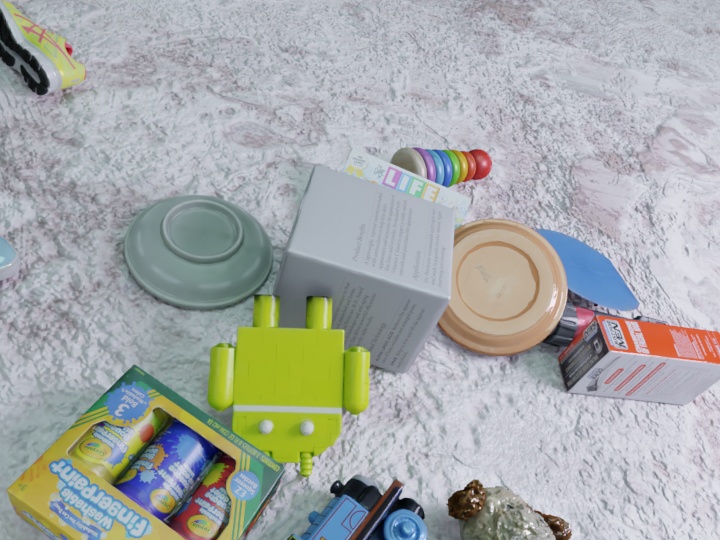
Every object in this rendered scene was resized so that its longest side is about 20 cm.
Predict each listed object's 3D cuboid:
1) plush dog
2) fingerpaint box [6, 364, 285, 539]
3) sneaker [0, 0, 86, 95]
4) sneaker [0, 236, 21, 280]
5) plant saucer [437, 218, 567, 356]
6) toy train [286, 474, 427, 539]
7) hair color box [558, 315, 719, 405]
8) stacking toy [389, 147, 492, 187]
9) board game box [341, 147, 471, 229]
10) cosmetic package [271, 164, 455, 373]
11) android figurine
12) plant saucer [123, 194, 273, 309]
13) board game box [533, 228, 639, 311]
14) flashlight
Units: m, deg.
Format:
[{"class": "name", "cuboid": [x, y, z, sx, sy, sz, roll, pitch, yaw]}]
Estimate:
[{"class": "plush dog", "cuboid": [0.162, 0.310, 0.666, 0.200, 0.160, 0.172, 34, 26, -28]}, {"class": "fingerpaint box", "cuboid": [-0.204, 0.218, 0.630, 0.199, 0.074, 0.167, 32, 49, 8]}, {"class": "sneaker", "cuboid": [-0.506, -0.350, 1.001, 0.090, 0.078, 0.200, -26, 70, -43]}, {"class": "sneaker", "cuboid": [-0.495, -0.058, 0.749, 0.199, 0.082, 0.074, 27, 49, 4]}, {"class": "plant saucer", "cuboid": [0.191, 0.019, 0.899, 0.199, 0.032, 0.202, -1, 71, 4]}, {"class": "toy train", "cuboid": [-0.017, 0.290, 0.632, 0.114, 0.087, 0.200, 33, 49, 17]}, {"class": "hair color box", "cuboid": [0.397, 0.128, 0.894, 0.199, 0.111, 0.064, 8, 49, -14]}, {"class": "stacking toy", "cuboid": [0.148, -0.173, 1.080, 0.199, 0.086, 0.086, -13, 57, -33]}, {"class": "board game box", "cuboid": [0.053, -0.086, 0.966, 0.199, 0.034, 0.135, 23, 72, 0]}, {"class": "cosmetic package", "cuboid": [0.000, 0.000, 0.820, 0.199, 0.165, 0.165, 17, 46, -5]}, {"class": "android figurine", "cuboid": [-0.080, 0.128, 0.714, 0.181, 0.041, 0.201, 3, 82, -1]}, {"class": "plant saucer", "cuboid": [-0.213, -0.041, 0.858, 0.199, 0.050, 0.201, 10, 50, -12]}, {"class": "board game box", "cuboid": [0.344, 0.010, 1.007, 0.157, 0.039, 0.200, 16, 33, -17]}, {"class": "flashlight", "cuboid": [0.364, 0.095, 0.945, 0.199, 0.068, 0.068, 14, 46, -14]}]
